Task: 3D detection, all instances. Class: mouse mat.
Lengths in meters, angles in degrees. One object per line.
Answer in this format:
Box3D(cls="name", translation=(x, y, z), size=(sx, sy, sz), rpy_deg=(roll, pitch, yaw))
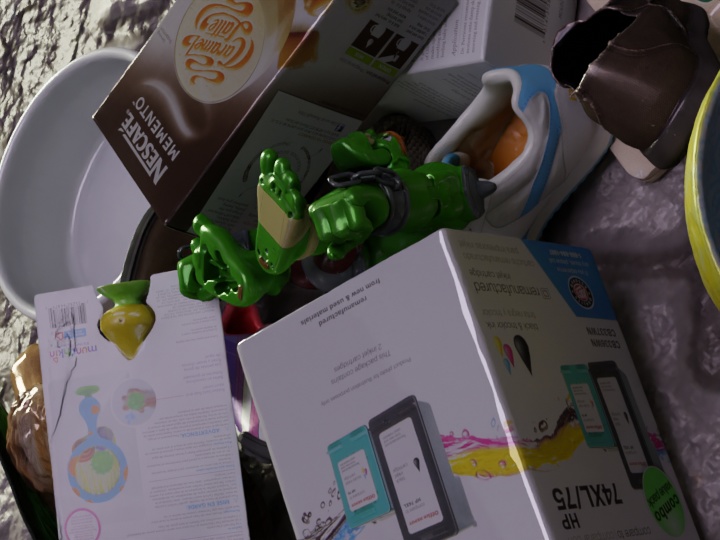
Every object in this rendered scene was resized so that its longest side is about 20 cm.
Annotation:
Box3D(cls="mouse mat", translation=(-0.205, 0.165, 1.137), size=(0.008, 0.161, 0.200), rpy_deg=(-28, 53, -6))

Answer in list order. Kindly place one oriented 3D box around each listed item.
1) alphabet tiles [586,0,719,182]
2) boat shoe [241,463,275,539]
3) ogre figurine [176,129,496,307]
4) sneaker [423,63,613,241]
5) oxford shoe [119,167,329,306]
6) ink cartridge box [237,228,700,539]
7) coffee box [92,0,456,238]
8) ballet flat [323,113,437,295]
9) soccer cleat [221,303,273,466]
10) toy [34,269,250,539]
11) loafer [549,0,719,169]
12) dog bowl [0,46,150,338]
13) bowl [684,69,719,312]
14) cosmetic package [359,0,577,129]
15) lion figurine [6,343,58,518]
Box3D(cls="alphabet tiles", translation=(0.201, -0.147, 0.949), size=(0.200, 0.015, 0.196), rpy_deg=(-47, 49, 21))
Box3D(cls="boat shoe", translation=(-0.106, 0.151, 1.110), size=(0.075, 0.075, 0.203), rpy_deg=(110, 145, -52))
Box3D(cls="ogre figurine", translation=(-0.013, -0.021, 0.933), size=(0.200, 0.120, 0.098), rpy_deg=(-52, 56, 51))
Box3D(cls="sneaker", translation=(0.063, -0.030, 0.989), size=(0.077, 0.081, 0.200), rpy_deg=(44, 116, 41))
Box3D(cls="oxford shoe", translation=(-0.085, -0.023, 1.090), size=(0.084, 0.073, 0.200), rpy_deg=(7, 53, 38))
Box3D(cls="ink cartridge box", translation=(0.059, 0.103, 0.880), size=(0.146, 0.147, 0.200), rpy_deg=(-30, 70, 32))
Box3D(cls="coffee box", translation=(-0.054, -0.123, 1.014), size=(0.200, 0.080, 0.114), rpy_deg=(-52, 50, 17))
Box3D(cls="ballet flat", translation=(0.000, 0.000, 1.062), size=(0.067, 0.046, 0.200), rpy_deg=(15, 89, 43))
Box3D(cls="soccer cleat", translation=(-0.045, 0.071, 1.029), size=(0.200, 0.068, 0.073), rpy_deg=(23, 99, 59))
Box3D(cls="toy", translation=(-0.123, 0.104, 1.021), size=(0.115, 0.047, 0.200), rpy_deg=(-10, 86, 12))
Box3D(cls="loafer", translation=(0.136, -0.114, 0.883), size=(0.073, 0.071, 0.200), rpy_deg=(-58, 8, 14))
Box3D(cls="dog bowl", translation=(-0.171, -0.051, 1.218), size=(0.200, 0.079, 0.201), rpy_deg=(-16, 65, 39))
Box3D(cls="bowl", translation=(0.235, -0.022, 0.795), size=(0.108, 0.200, 0.201), rpy_deg=(117, 160, -75))
Box3D(cls="cosmetic package", translation=(0.028, -0.152, 1.063), size=(0.200, 0.085, 0.108), rpy_deg=(-2, 75, 43))
Box3D(cls="lion figurine", translation=(-0.203, 0.096, 1.136), size=(0.072, 0.123, 0.200), rpy_deg=(-29, 30, -11))
